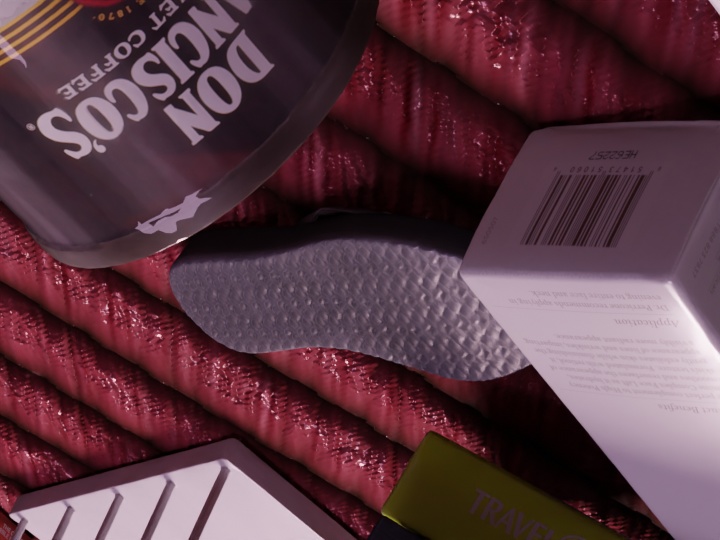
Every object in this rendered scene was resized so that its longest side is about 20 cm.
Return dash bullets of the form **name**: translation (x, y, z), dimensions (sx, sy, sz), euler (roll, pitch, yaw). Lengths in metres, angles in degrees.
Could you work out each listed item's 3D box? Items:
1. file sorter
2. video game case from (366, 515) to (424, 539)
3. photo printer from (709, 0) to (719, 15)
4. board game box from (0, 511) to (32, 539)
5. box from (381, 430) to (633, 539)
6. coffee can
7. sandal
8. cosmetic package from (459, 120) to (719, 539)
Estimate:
- **file sorter**: translation (-0.100, 0.192, 1.123), dimensions (0.139, 0.125, 0.199), euler (41, 143, -26)
- **video game case**: translation (0.105, 0.175, 0.894), dimensions (0.199, 0.019, 0.143), euler (27, 168, 31)
- **photo printer**: translation (0.180, -0.113, 0.567), dimensions (0.199, 0.070, 0.166), euler (-13, 133, 42)
- **board game box**: translation (-0.290, 0.144, 1.273), dimensions (0.199, 0.020, 0.103), euler (-8, 136, 40)
- **box**: translation (0.114, 0.146, 0.915), dimensions (0.199, 0.048, 0.122), euler (27, 169, 30)
- **coffee can**: translation (-0.109, -0.120, 0.670), dimensions (0.146, 0.147, 0.200), euler (-10, 135, 41)
- **sandal**: translation (-0.001, -0.001, 0.876), dimensions (0.199, 0.043, 0.076), euler (5, 136, 43)
- **cosmetic package**: translation (0.135, 0.038, 0.796), dimensions (0.101, 0.074, 0.200), euler (4, 144, 46)
